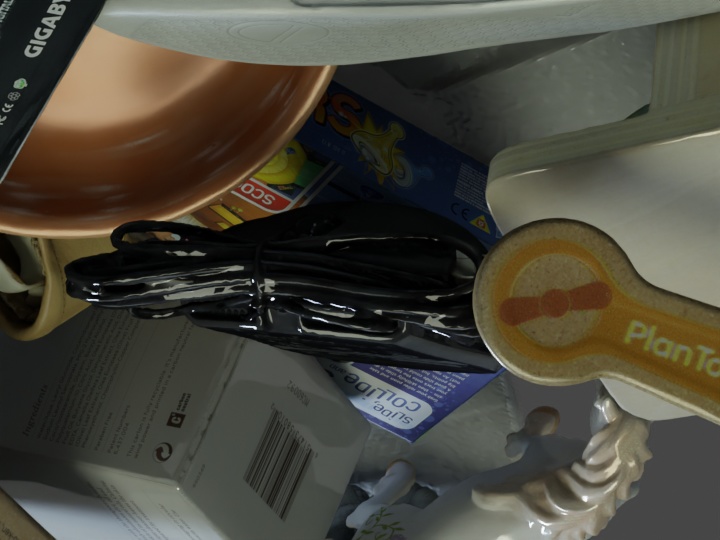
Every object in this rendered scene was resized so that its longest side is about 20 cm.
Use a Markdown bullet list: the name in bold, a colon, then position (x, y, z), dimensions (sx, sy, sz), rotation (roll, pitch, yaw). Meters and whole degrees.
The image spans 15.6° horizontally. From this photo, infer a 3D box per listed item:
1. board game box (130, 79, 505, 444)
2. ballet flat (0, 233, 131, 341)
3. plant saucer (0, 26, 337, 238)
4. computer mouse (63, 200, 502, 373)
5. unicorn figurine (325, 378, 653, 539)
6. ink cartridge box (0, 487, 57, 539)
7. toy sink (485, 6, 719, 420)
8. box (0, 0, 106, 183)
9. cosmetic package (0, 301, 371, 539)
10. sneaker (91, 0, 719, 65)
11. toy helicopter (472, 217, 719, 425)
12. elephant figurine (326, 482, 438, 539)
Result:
- **board game box**: position (-0.028, -0.017, 0.967), dimensions (0.199, 0.035, 0.135), rotation (28, 142, -17)
- **ballet flat**: position (-0.145, -0.060, 0.887), dimensions (0.068, 0.063, 0.200), rotation (-7, 126, 45)
- **plant saucer**: position (-0.098, -0.107, 0.811), dimensions (0.199, 0.037, 0.201), rotation (2, 115, 5)
- **computer mouse**: position (0.000, 0.000, 0.859), dimensions (0.138, 0.053, 0.200), rotation (4, 175, 16)
- **unicorn figurine**: position (0.056, 0.086, 0.996), dimensions (0.200, 0.137, 0.074), rotation (-43, 92, 8)
- **ink cartridge box**: position (-0.201, 0.088, 0.940), dimensions (0.199, 0.075, 0.165), rotation (18, 158, 40)
- **toy sink**: position (0.155, -0.048, 0.797), dimensions (0.199, 0.112, 0.130), rotation (-13, 137, 26)
- **box**: position (-0.178, -0.052, 0.751), dimensions (0.158, 0.046, 0.200), rotation (9, 136, -30)
- **cosmetic package**: position (-0.113, 0.056, 1.012), dimensions (0.199, 0.085, 0.108), rotation (10, 155, 31)
- **sneaker**: position (0.017, -0.116, 0.753), dimensions (0.199, 0.100, 0.071), rotation (-6, 174, 7)
- **toy helicopter**: position (0.129, 0.027, 0.729), dimensions (0.199, 0.133, 0.079), rotation (21, -176, -3)
- **elephant figurine**: position (0.013, 0.200, 1.144), dimensions (0.141, 0.155, 0.201), rotation (32, 146, 41)
